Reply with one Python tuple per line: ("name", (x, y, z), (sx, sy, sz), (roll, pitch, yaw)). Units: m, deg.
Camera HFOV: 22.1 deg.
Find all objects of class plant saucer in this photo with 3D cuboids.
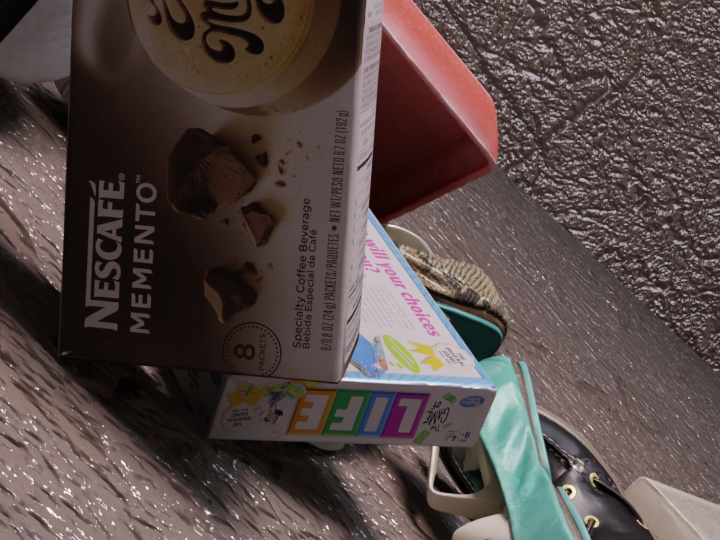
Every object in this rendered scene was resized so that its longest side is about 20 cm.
("plant saucer", (-0.017, -0.123, 1.009), (0.200, 0.037, 0.199), (49, -21, -7))

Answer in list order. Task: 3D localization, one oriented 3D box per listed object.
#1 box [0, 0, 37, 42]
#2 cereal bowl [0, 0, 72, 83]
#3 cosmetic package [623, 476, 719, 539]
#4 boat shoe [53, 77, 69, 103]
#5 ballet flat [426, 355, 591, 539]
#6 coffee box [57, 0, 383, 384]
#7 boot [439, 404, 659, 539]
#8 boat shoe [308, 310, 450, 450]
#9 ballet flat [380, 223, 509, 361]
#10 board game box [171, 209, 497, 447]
("box", (-0.216, -0.148, 0.659), (0.106, 0.122, 0.200), (51, 11, 36))
("cereal bowl", (-0.206, -0.161, 0.887), (0.200, 0.083, 0.200), (43, 10, -9))
("cosmetic package", (0.218, 0.202, 1.194), (0.105, 0.071, 0.200), (49, 10, 27))
("boat shoe", (-0.108, -0.087, 1.065), (0.069, 0.072, 0.200), (64, 9, 11))
("ballet flat", (0.071, 0.121, 0.909), (0.201, 0.070, 0.068), (-107, -175, -51))
("coffee box", (-0.051, -0.065, 0.712), (0.112, 0.202, 0.080), (6, 10, 4))
("boot", (0.120, 0.156, 0.978), (0.200, 0.073, 0.151), (49, 8, -9))
("boat shoe", (-0.005, 0.043, 0.929), (0.072, 0.068, 0.200), (47, 14, 13))
("ballet flat", (0.000, 0.000, 1.039), (0.199, 0.068, 0.076), (17, 42, -37))
("board game box", (-0.038, 0.007, 0.859), (0.133, 0.034, 0.200), (5, 31, -29))
